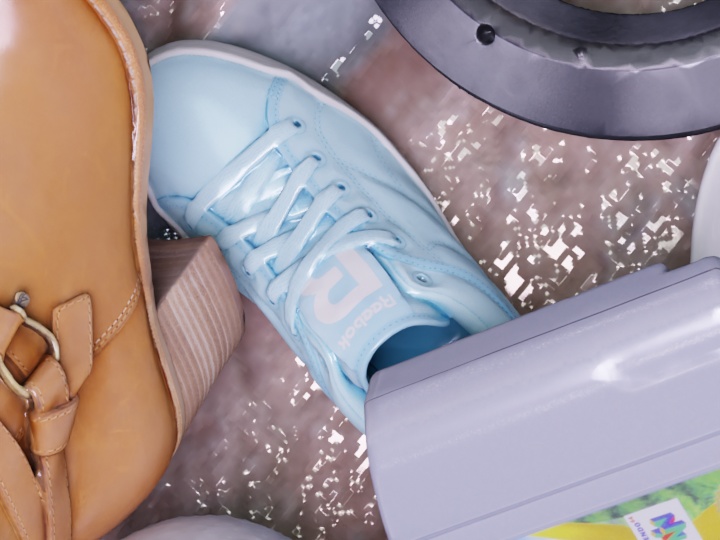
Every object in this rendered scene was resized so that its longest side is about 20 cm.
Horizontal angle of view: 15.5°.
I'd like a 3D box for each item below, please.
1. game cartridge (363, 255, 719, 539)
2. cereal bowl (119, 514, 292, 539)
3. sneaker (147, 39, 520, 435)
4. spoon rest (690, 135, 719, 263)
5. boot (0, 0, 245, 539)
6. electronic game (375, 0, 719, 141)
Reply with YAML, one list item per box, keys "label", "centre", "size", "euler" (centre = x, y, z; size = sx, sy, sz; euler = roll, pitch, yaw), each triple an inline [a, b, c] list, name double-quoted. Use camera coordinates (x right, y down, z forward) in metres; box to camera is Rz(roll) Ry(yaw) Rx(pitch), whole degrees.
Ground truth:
- label: "game cartridge"
  centre: [0.089, 0.095, 0.794]
  size: [0.133, 0.041, 0.200]
  euler: [-20, 121, 23]
- label: "cereal bowl"
  centre: [-0.001, 0.149, 0.783]
  size: [0.083, 0.200, 0.200]
  euler: [-38, 88, -9]
- label: "sneaker"
  centre: [0.000, 0.000, 0.832]
  size: [0.200, 0.082, 0.074]
  euler: [42, 93, 2]
- label: "spoon rest"
  centre: [0.132, 0.027, 0.834]
  size: [0.099, 0.061, 0.201]
  euler: [29, 94, 3]
- label: "boot"
  centre: [-0.120, -0.002, 0.745]
  size: [0.076, 0.155, 0.201]
  euler: [-1, 125, 35]
- label: "electronic game"
  centre: [0.088, -0.140, 0.839]
  size: [0.199, 0.042, 0.201]
  euler: [-1, 84, 10]
